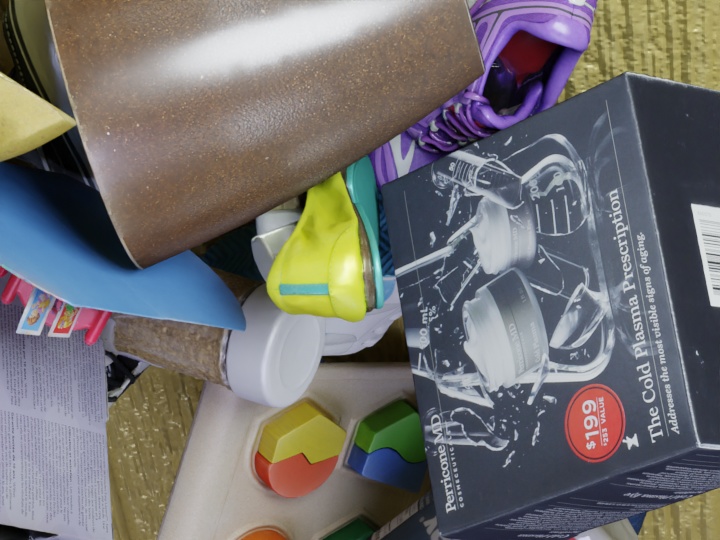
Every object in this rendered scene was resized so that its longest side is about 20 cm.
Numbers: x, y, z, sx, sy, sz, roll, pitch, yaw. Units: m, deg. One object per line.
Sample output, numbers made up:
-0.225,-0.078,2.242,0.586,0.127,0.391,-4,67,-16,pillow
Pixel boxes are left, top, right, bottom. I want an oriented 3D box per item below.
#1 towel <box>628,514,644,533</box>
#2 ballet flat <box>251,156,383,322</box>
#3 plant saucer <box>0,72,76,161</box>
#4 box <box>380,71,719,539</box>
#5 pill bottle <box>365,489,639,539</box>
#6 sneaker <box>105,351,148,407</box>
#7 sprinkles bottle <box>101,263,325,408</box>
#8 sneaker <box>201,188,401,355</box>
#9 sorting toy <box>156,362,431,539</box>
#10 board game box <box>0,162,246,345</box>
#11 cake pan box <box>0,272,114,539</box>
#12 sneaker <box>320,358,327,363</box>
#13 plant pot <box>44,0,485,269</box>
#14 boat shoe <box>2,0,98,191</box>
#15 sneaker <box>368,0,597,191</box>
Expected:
0.122,0.171,1.930,0.111,0.049,0.200,6,139,-2,towel
-0.023,-0.020,1.567,0.067,0.200,0.067,-8,106,2,ballet flat
-0.241,-0.107,1.481,0.200,0.049,0.200,31,178,-9,plant saucer
0.121,0.025,1.562,0.104,0.201,0.182,7,157,-44,box
0.061,0.192,1.791,0.200,0.120,0.120,-38,128,10,pill bottle
-0.169,0.072,1.784,0.200,0.080,0.074,-38,133,5,sneaker
-0.119,0.020,1.709,0.200,0.068,0.068,16,146,26,sprinkles bottle
0.000,0.000,1.736,0.200,0.077,0.081,-15,142,33,sneaker
-0.024,0.142,1.814,0.200,0.036,0.186,3,114,-36,sorting toy
-0.158,-0.002,1.555,0.200,0.158,0.039,11,114,-52,board game box
-0.204,0.053,1.600,0.052,0.201,0.184,-13,165,30,cake pan box
-0.044,0.128,1.878,0.077,0.085,0.200,-28,129,-27,sneaker
-0.043,-0.117,1.533,0.199,0.187,0.187,-15,138,3,plant pot
-0.170,-0.081,1.647,0.071,0.072,0.200,-9,140,8,boat shoe
0.058,-0.095,1.605,0.080,0.084,0.200,21,138,-19,sneaker
